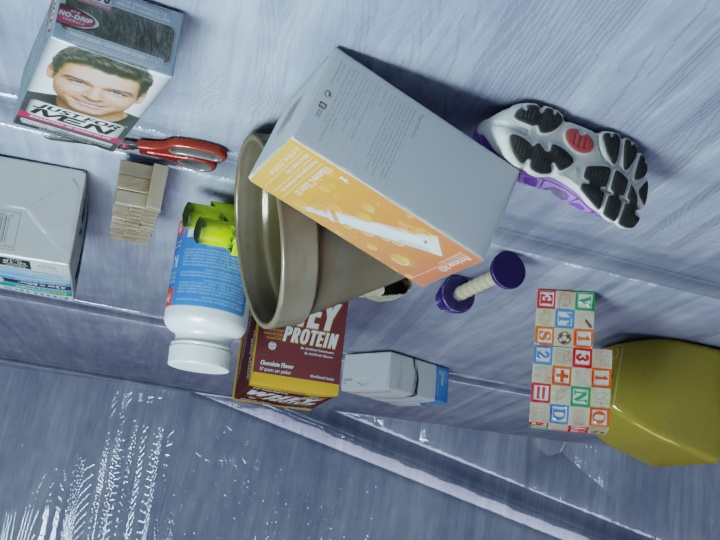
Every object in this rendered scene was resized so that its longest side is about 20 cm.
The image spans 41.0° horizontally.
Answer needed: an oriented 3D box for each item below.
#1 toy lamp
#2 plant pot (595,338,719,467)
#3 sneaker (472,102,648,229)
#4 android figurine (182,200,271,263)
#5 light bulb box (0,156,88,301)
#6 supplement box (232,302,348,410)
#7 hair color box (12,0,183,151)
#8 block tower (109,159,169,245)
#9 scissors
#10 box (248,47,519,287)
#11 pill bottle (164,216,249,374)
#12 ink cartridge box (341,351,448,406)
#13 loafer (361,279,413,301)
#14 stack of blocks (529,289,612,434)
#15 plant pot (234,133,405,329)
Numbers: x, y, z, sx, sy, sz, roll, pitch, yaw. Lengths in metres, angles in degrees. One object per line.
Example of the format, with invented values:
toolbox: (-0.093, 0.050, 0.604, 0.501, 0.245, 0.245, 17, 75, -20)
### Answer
toy lamp: (0.162, 0.022, 1.367, 0.058, 0.059, 0.200, 11, 161, -17)
plant pot: (0.502, 0.218, 1.693, 0.198, 0.197, 0.194, 20, 161, -14)
sneaker: (0.194, -0.103, 0.919, 0.199, 0.081, 0.083, 25, 171, -25)
android figurine: (-0.113, -0.040, 1.176, 0.198, 0.041, 0.182, 11, -165, -29)
light bulb box: (-0.453, -0.055, 1.224, 0.196, 0.126, 0.200, 10, 163, -12)
supplement box: (-0.109, 0.102, 1.498, 0.132, 0.199, 0.200, 10, 163, -13)
hair color box: (-0.233, -0.172, 0.838, 0.098, 0.061, 0.200, 14, 162, -25)
block tower: (-0.273, -0.081, 1.172, 0.057, 0.055, 0.200, 10, 167, -16)
scissors: (-0.245, -0.139, 1.053, 0.198, 0.014, 0.073, 11, 166, -12)
box: (0.020, -0.085, 0.867, 0.199, 0.098, 0.124, 31, 158, -14)
pill bottle: (-0.200, 0.030, 1.277, 0.111, 0.202, 0.112, 6, 164, 2)
ink cartridge box: (0.077, 0.240, 2.112, 0.144, 0.085, 0.199, -9, 159, 43)
loafer: (0.000, 0.000, 1.336, 0.068, 0.076, 0.199, -9, 167, 41)
stack of blocks: (0.313, 0.134, 1.428, 0.114, 0.202, 0.059, 3, 162, 11)
plant pot: (-0.028, -0.047, 1.009, 0.172, 0.202, 0.200, -5, 169, -19)
